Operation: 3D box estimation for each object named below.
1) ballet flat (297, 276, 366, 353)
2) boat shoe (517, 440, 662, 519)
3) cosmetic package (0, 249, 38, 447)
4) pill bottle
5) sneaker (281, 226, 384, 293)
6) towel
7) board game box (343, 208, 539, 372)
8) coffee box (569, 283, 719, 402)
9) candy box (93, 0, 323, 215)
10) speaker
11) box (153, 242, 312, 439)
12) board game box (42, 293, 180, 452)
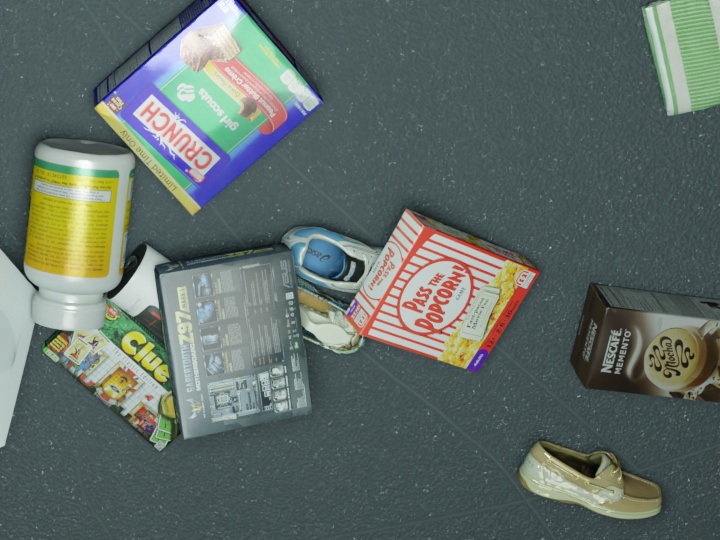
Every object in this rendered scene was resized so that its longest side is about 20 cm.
[{"bbox_3d":[-0.077,0.046,1.749,0.199,0.074,0.075,20,107,-16],"label":"ballet flat"},{"bbox_3d":[0.306,0.269,1.893,0.198,0.074,0.067,13,115,-13],"label":"boat shoe"},{"bbox_3d":[-0.460,0.060,1.575,0.122,0.201,0.200,-5,144,16],"label":"cosmetic package"},{"bbox_3d":[-0.318,-0.040,1.640,0.112,0.113,0.202,6,102,-11],"label":"pill bottle"},{"bbox_3d":[0.000,0.000,1.737,0.199,0.073,0.072,15,108,-21],"label":"sneaker"},{"bbox_3d":[0.440,-0.278,1.726,0.199,0.023,0.154,-20,114,-2],"label":"towel"},{"bbox_3d":[0.098,0.027,1.746,0.199,0.046,0.152,19,108,-37],"label":"board game box"},{"bbox_3d":[0.375,0.092,1.830,0.198,0.080,0.114,6,111,-11],"label":"coffee box"},{"bbox_3d":[-0.172,-0.194,1.634,0.200,0.077,0.169,-39,112,9],"label":"candy box"},{"bbox_3d":[-0.199,0.055,1.727,0.200,0.081,0.081,38,102,-21],"label":"speaker"},{"bbox_3d":[-0.145,0.080,1.679,0.156,0.051,0.202,-11,105,-14],"label":"box"},{"bbox_3d":[-0.278,0.123,1.773,0.105,0.023,0.200,-43,111,7],"label":"board game box"}]
